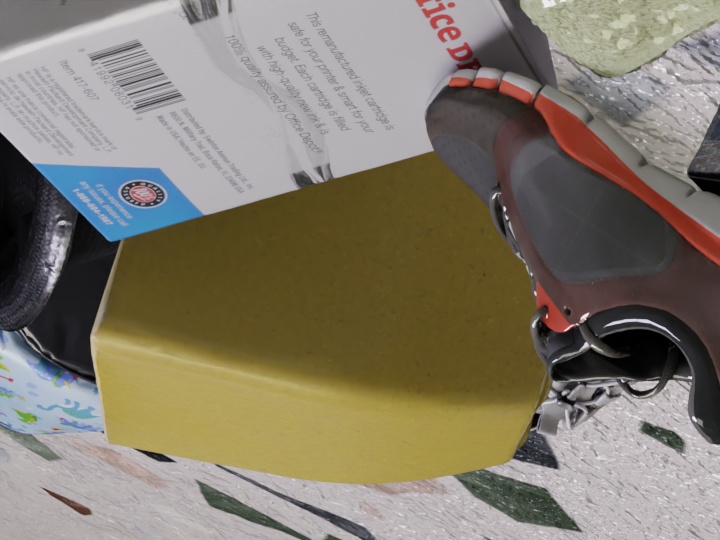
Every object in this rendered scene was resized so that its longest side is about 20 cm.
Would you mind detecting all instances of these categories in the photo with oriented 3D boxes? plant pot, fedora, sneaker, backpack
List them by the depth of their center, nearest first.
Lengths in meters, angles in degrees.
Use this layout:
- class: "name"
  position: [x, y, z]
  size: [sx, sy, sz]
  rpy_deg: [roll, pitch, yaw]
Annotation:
- class: "sneaker"
  position: [0.077, -0.006, 0.890]
  size: [0.200, 0.082, 0.077]
  rpy_deg: [35, 176, 44]
- class: "plant pot"
  position: [0.000, 0.000, 1.185]
  size: [0.200, 0.196, 0.194]
  rpy_deg: [18, 162, 2]
- class: "fedora"
  position: [-0.152, -0.059, 1.321]
  size: [0.092, 0.201, 0.201]
  rpy_deg: [-1, 174, -25]
- class: "sneaker"
  position: [0.122, 0.052, 1.331]
  size: [0.075, 0.082, 0.200]
  rpy_deg: [28, 163, -8]
- class: "backpack"
  position: [-0.205, 0.039, 1.682]
  size: [0.163, 0.154, 0.200]
  rpy_deg: [27, 177, -26]

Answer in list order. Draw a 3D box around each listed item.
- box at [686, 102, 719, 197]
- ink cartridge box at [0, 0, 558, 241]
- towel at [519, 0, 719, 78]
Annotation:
- class: "box"
  position: [0.234, -0.026, 0.899]
  size: [0.132, 0.115, 0.200]
  rpy_deg: [8, 154, 47]
- class: "ink cartridge box"
  position: [-0.040, -0.100, 0.969]
  size: [0.200, 0.084, 0.146]
  rpy_deg: [-16, 149, 14]
- class: "towel"
  position: [0.100, -0.138, 0.802]
  size: [0.148, 0.037, 0.200]
  rpy_deg: [36, 141, -26]
